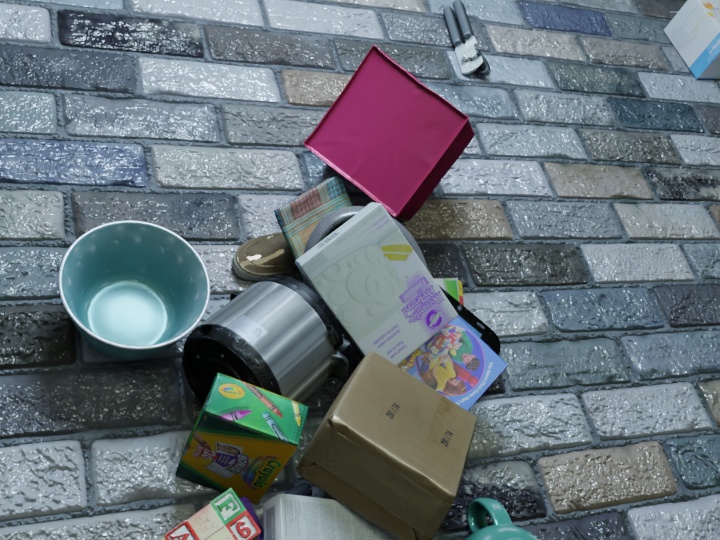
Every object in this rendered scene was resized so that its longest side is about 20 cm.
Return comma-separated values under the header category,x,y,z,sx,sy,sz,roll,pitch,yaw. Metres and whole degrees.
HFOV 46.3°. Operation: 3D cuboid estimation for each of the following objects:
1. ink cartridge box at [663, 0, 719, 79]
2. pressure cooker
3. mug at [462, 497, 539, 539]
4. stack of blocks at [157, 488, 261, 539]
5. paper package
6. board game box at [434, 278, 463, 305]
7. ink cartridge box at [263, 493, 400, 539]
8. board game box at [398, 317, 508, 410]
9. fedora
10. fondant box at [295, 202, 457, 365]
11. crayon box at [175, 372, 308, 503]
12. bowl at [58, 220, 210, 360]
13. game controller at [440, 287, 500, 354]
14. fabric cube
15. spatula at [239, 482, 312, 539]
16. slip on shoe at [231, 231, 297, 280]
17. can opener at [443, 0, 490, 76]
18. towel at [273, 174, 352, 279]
category,x,y,z,sx,sy,sz,roll,pitch,yaw
ink cartridge box,0.880,-0.600,2.126,0.127,0.125,0.201,-8,61,-28
pressure cooker,-0.118,0.106,1.149,0.200,0.178,0.177,-41,103,-42
mug,0.181,0.406,1.121,0.151,0.115,0.186,-26,71,-35
stack of blocks,-0.186,0.327,0.953,0.115,0.200,0.059,-32,74,-27
paper package,0.041,0.226,1.090,0.190,0.104,0.200,32,24,2
board game box,0.085,0.062,1.354,0.198,0.030,0.097,0,82,-27
ink cartridge box,-0.021,0.362,1.011,0.199,0.050,0.162,18,51,-33
board game box,0.103,0.168,1.248,0.134,0.045,0.200,44,73,6
fedora,0.000,0.000,1.260,0.200,0.090,0.177,44,85,-13
fondant box,0.023,0.026,1.192,0.144,0.058,0.201,-38,103,-7
crayon box,-0.152,0.214,1.051,0.118,0.200,0.059,21,51,-8
bowl,-0.314,0.042,1.161,0.199,0.105,0.202,11,54,-16
game controller,0.136,0.094,1.332,0.200,0.042,0.105,39,69,-13
fabric cube,0.053,-0.220,1.397,0.200,0.197,0.199,39,9,7
spatula,-0.106,0.297,1.064,0.057,0.020,0.200,61,21,12
slip on shoe,-0.107,-0.036,1.335,0.198,0.061,0.077,-9,61,-29
can opener,0.226,-0.498,1.822,0.066,0.052,0.202,27,42,-51
towel,-0.043,-0.032,1.319,0.146,0.022,0.202,-35,109,-38
